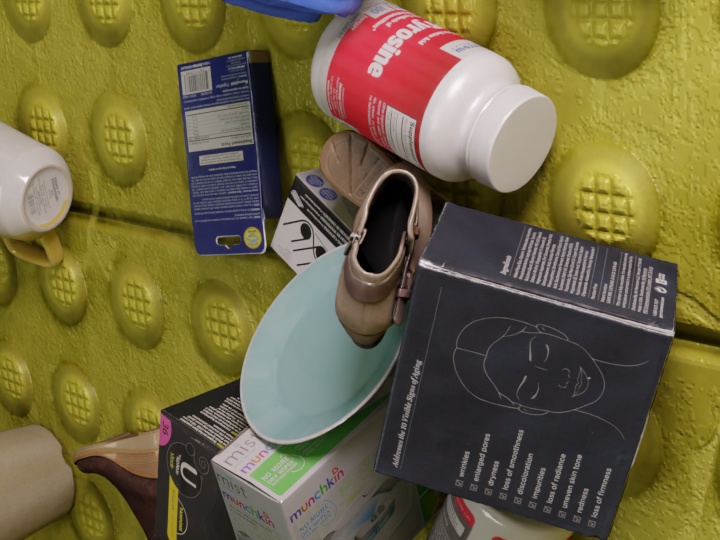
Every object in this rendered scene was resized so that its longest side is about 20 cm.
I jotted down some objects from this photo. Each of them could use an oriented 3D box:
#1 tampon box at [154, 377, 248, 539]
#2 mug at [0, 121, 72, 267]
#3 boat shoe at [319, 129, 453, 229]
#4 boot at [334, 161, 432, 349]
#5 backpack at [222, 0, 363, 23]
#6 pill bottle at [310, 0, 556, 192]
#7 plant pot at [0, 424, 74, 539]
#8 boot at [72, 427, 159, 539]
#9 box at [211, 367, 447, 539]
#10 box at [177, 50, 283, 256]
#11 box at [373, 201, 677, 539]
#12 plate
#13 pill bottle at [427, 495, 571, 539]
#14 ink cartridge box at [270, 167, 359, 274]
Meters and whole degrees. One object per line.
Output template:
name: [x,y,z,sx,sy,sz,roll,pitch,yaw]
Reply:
tampon box: [-0.088,0.195,1.373,0.126,0.199,0.151,27,121,38]
mug: [-0.421,-0.100,1.696,0.152,0.186,0.150,17,83,32]
boat shoe: [0.050,-0.051,1.248,0.200,0.072,0.072,42,107,3]
boot: [0.025,-0.035,1.099,0.070,0.201,0.147,10,151,2]
backpack: [-0.054,-0.291,1.157,0.201,0.161,0.169,-104,26,-51]
pill bottle: [0.061,-0.144,1.165,0.199,0.112,0.113,32,125,34]
plant pot: [-0.490,0.294,1.842,0.200,0.183,0.202,17,115,41]
boot: [-0.269,0.281,1.687,0.199,0.072,0.168,-15,90,44]
box: [-0.021,0.188,1.268,0.096,0.200,0.177,24,139,37]
box: [-0.133,-0.117,1.423,0.121,0.032,0.202,-1,94,46]
box: [0.130,0.079,1.105,0.195,0.124,0.201,15,119,6]
plate: [-0.025,0.064,1.208,0.199,0.026,0.201,-29,42,29]
pill bottle: [0.111,0.259,1.241,0.111,0.110,0.201,42,130,28]
ink cartridge box: [0.000,0.000,1.329,0.200,0.044,0.094,45,133,26]
